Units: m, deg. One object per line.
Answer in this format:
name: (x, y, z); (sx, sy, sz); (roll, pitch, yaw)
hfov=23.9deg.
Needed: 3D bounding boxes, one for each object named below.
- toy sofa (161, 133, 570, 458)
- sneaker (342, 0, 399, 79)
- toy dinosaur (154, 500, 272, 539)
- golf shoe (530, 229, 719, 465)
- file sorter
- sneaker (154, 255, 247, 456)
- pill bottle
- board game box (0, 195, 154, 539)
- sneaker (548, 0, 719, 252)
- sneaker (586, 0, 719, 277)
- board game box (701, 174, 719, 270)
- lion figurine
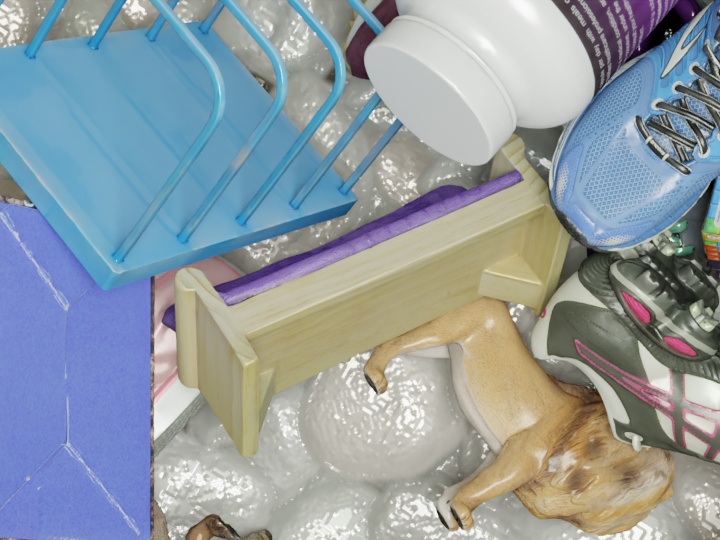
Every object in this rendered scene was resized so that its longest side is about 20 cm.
toy sofa: (0.000, 0.000, 0.859); (0.199, 0.083, 0.098); (-23, 58, -21)
sneaker: (0.085, -0.148, 0.907); (0.200, 0.075, 0.090); (-36, 82, 4)
toy dinosaur: (-0.087, 0.212, 0.909); (0.135, 0.086, 0.200); (-40, 85, 4)
golf shoe: (0.179, 0.065, 0.871); (0.200, 0.077, 0.088); (44, 121, -9)
file sorter: (-0.073, -0.100, 0.828); (0.139, 0.200, 0.123); (49, 123, 15)
sneaker: (-0.143, 0.059, 0.921); (0.105, 0.075, 0.200); (44, 88, 4)
pill bottle: (0.094, -0.147, 0.805); (0.112, 0.112, 0.200); (41, 74, 4)
board game box: (-0.196, 0.069, 0.842); (0.199, 0.096, 0.161); (-18, 68, 46)
sneaker: (0.167, -0.091, 0.801); (0.079, 0.089, 0.200); (45, 87, 4)
sneaker: (0.150, -0.051, 0.889); (0.074, 0.087, 0.201); (4, 87, 21)
board game box: (0.276, -0.085, 0.857); (0.164, 0.057, 0.201); (13, 73, 19)
lion figurine: (0.073, 0.063, 0.907); (0.122, 0.072, 0.201); (-31, 81, -13)
